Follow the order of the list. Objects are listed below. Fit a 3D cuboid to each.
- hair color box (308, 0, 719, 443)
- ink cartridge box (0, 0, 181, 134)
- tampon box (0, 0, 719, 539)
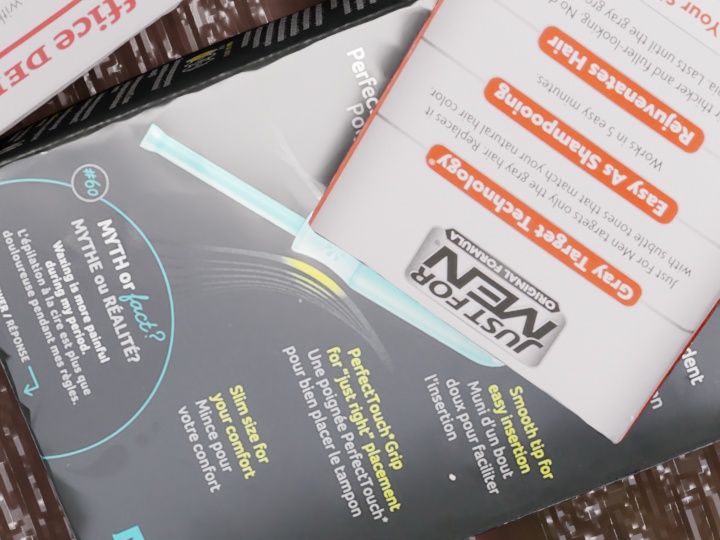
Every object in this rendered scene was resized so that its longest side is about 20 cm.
[{"bbox_3d":[0.079,-0.066,0.736,0.101,0.061,0.200,35,123,4],"label":"hair color box"},{"bbox_3d":[-0.115,-0.106,0.817,0.116,0.067,0.201,-37,130,-10],"label":"ink cartridge box"},{"bbox_3d":[0.000,0.000,0.888,0.199,0.126,0.151,-21,99,3],"label":"tampon box"}]
